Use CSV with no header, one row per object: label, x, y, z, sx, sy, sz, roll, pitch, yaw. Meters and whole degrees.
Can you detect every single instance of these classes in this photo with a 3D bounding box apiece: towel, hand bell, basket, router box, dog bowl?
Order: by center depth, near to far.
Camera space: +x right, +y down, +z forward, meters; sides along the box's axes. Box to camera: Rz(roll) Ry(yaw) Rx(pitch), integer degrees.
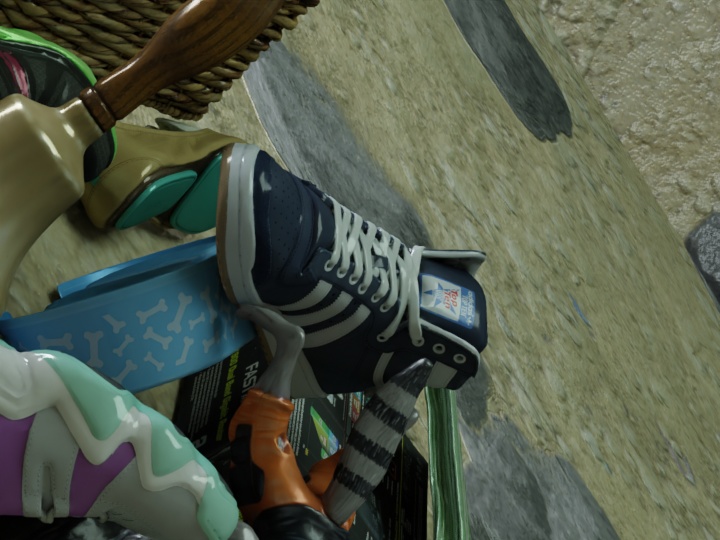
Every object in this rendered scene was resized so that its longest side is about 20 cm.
hand bell,-0.112,-0.077,1.241,0.104,0.199,0.104,54,-4,5
dog bowl,-0.100,0.022,1.318,0.200,0.111,0.050,-38,112,-75
router box,-0.029,0.107,1.461,0.150,0.062,0.200,55,15,-19
basket,-0.125,-0.192,1.495,0.199,0.149,0.143,13,43,-50
towel,0.048,0.151,1.499,0.200,0.023,0.153,81,5,-56

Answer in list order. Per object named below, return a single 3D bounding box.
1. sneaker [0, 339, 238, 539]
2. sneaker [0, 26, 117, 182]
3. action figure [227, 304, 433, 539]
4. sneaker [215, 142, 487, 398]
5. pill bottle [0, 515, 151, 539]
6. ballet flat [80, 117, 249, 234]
sneaker,-0.154,0.083,0.969,0.199,0.140,0.078,30,-10,1
sneaker,-0.190,-0.083,1.325,0.200,0.076,0.084,36,44,-50
action figure,-0.044,0.117,1.230,0.200,0.104,0.195,45,56,-59
sneaker,0.000,0.000,1.289,0.200,0.108,0.071,68,24,-60
pill bottle,-0.088,0.168,1.050,0.201,0.111,0.112,59,15,-2
ballet flat,-0.110,-0.061,1.532,0.063,0.069,0.200,45,11,10
